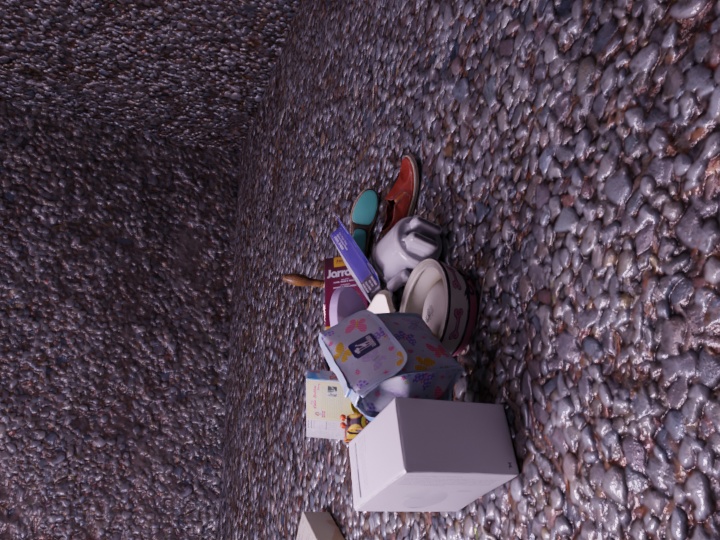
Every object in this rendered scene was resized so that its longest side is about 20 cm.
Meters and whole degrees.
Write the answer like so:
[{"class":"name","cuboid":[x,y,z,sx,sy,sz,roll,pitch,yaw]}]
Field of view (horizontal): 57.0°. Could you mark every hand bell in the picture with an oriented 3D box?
[{"class":"hand bell","cuboid":[-0.111,0.033,1.780,0.104,0.199,0.105,-170,90,-69]}]

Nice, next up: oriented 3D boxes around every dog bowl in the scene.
[{"class":"dog bowl","cuboid":[0.148,0.080,1.262,0.200,0.074,0.201,-171,90,-69]}]

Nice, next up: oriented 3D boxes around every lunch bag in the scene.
[{"class":"lunch bag","cuboid":[0.045,0.156,1.129,0.170,0.199,0.127,54,136,50]}]

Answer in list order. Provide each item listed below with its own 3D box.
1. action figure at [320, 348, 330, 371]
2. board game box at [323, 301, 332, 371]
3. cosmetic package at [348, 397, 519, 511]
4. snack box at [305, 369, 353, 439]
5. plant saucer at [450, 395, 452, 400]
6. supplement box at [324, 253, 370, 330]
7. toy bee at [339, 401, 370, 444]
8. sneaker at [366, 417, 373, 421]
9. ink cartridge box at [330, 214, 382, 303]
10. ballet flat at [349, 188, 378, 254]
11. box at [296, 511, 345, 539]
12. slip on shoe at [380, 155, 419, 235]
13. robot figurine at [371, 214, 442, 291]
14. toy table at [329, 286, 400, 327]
[{"class":"action figure","cuboid":[-0.032,0.220,1.593,0.102,0.118,0.200,-100,22,-47]},{"class":"board game box","cuboid":[-0.071,0.170,1.734,0.103,0.019,0.201,-59,-34,-75]},{"class":"cosmetic package","cuboid":[0.111,0.304,1.080,0.200,0.199,0.123,126,146,-49]},{"class":"snack box","cuboid":[-0.071,0.324,1.588,0.037,0.116,0.201,-83,-3,-54]},{"class":"plant saucer","cuboid":[0.125,0.270,1.318,0.200,0.019,0.070,136,139,-59]},{"class":"supplement box","cuboid":[-0.027,0.068,1.637,0.086,0.110,0.201,64,-160,-60]},{"class":"toy bee","cuboid":[-0.005,0.345,1.498,0.131,0.108,0.200,-102,30,-48]},{"class":"sneaker","cuboid":[0.061,0.231,1.439,0.082,0.071,0.200,-6,56,30]},{"class":"ink cartridge box","cuboid":[0.000,0.000,1.493,0.200,0.041,0.200,56,176,35]},{"class":"ballet flat","cuboid":[0.000,-0.119,1.751,0.065,0.070,0.201,-130,55,-82]},{"class":"box","cuboid":[-0.090,0.677,1.614,0.200,0.078,0.095,-150,71,-68]},{"class":"slip on shoe","cuboid":[0.091,-0.171,1.539,0.074,0.061,0.201,-162,84,-71]},{"class":"robot figurine","cuboid":[0.095,-0.038,1.395,0.200,0.113,0.170,-47,20,55]},{"class":"toy table","cuboid":[0.025,0.127,1.361,0.117,0.200,0.184,-5,34,31]}]
